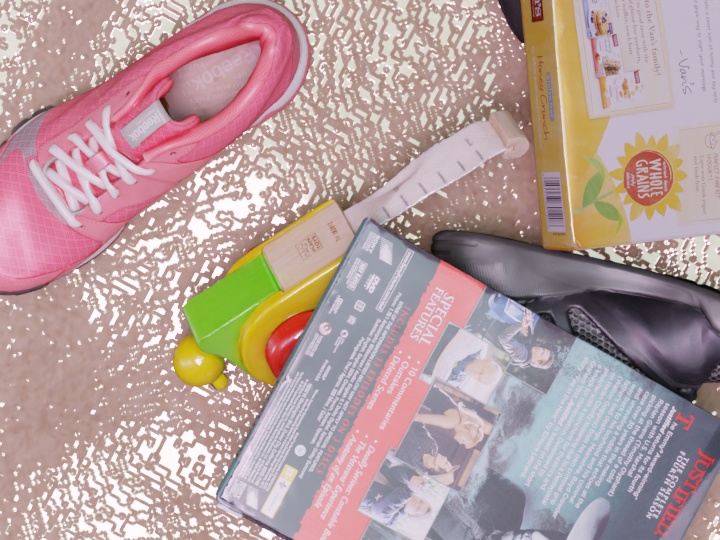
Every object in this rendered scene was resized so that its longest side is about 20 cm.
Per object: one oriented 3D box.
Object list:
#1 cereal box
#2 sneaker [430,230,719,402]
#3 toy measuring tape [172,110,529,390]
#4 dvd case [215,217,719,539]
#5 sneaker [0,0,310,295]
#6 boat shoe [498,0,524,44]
[{"bbox_3d":[0.175,-0.090,1.152,0.199,0.039,0.145,-6,93,-21],"label":"cereal box"},{"bbox_3d":[0.122,0.052,1.164,0.198,0.076,0.115,11,93,0],"label":"sneaker"},{"bbox_3d":[0.000,0.000,1.153,0.199,0.074,0.074,-33,93,5],"label":"toy measuring tape"},{"bbox_3d":[0.054,0.087,1.105,0.199,0.022,0.147,28,87,-7],"label":"dvd case"},{"bbox_3d":[-0.111,-0.064,1.140,0.200,0.087,0.074,-38,92,-1],"label":"sneaker"},{"bbox_3d":[0.069,-0.199,1.161,0.074,0.063,0.203,-29,109,-43],"label":"boat shoe"}]
